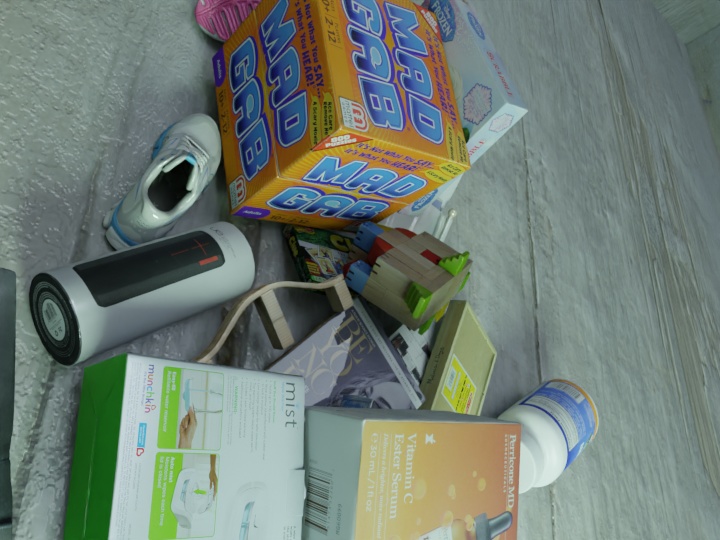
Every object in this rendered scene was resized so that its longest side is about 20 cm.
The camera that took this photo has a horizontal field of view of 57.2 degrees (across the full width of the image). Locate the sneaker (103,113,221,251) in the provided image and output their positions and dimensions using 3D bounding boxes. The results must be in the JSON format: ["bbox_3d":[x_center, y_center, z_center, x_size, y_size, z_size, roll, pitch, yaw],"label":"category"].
[{"bbox_3d":[-0.182,-0.102,0.680,0.075,0.086,0.203,37,45,-23],"label":"sneaker"}]

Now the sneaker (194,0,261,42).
[{"bbox_3d":[-0.128,-0.339,0.875,0.196,0.088,0.083,-15,108,-30],"label":"sneaker"}]

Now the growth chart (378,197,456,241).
[{"bbox_3d":[0.055,-0.090,0.926,0.199,0.018,0.147,37,78,-26],"label":"growth chart"}]

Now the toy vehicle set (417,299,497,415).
[{"bbox_3d":[0.121,0.157,0.853,0.125,0.026,0.203,54,48,-39],"label":"toy vehicle set"}]

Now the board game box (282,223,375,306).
[{"bbox_3d":[0.000,0.000,0.830,0.197,0.024,0.106,14,34,-38],"label":"board game box"}]

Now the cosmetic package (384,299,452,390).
[{"bbox_3d":[0.072,0.102,0.868,0.199,0.050,0.084,-36,97,-49],"label":"cosmetic package"}]

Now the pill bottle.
[{"bbox_3d":[0.255,0.237,0.943,0.198,0.111,0.114,-17,82,-49],"label":"pill bottle"}]

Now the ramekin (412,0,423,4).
[{"bbox_3d":[0.086,-0.349,1.083,0.198,0.097,0.204,24,54,-37],"label":"ramekin"}]

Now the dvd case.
[{"bbox_3d":[-0.028,0.142,0.726,0.199,0.016,0.151,-37,98,-34],"label":"dvd case"}]

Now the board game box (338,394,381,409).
[{"bbox_3d":[0.001,0.245,0.678,0.198,0.061,0.204,-32,104,-34],"label":"board game box"}]

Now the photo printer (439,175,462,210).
[{"bbox_3d":[0.104,-0.216,0.981,0.165,0.069,0.203,31,85,-29],"label":"photo printer"}]

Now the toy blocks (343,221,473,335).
[{"bbox_3d":[0.047,-0.007,0.793,0.135,0.101,0.199,32,26,16],"label":"toy blocks"}]

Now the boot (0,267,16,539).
[{"bbox_3d":[-0.318,0.091,0.447,0.163,0.065,0.205,14,63,-51],"label":"boot"}]

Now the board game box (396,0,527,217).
[{"bbox_3d":[0.085,-0.208,0.808,0.040,0.199,0.204,4,55,-39],"label":"board game box"}]

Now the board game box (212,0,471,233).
[{"bbox_3d":[-0.027,-0.182,0.751,0.197,0.198,0.205,5,67,-42],"label":"board game box"}]

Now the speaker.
[{"bbox_3d":[-0.192,0.014,0.613,0.198,0.080,0.083,-24,87,-50],"label":"speaker"}]

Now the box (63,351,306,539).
[{"bbox_3d":[-0.139,0.183,0.546,0.174,0.096,0.205,14,68,-42],"label":"box"}]

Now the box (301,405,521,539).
[{"bbox_3d":[0.044,0.210,0.610,0.196,0.105,0.157,9,80,-35],"label":"box"}]

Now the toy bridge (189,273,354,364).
[{"bbox_3d":[-0.092,0.049,0.691,0.198,0.027,0.068,-31,104,-33],"label":"toy bridge"}]
